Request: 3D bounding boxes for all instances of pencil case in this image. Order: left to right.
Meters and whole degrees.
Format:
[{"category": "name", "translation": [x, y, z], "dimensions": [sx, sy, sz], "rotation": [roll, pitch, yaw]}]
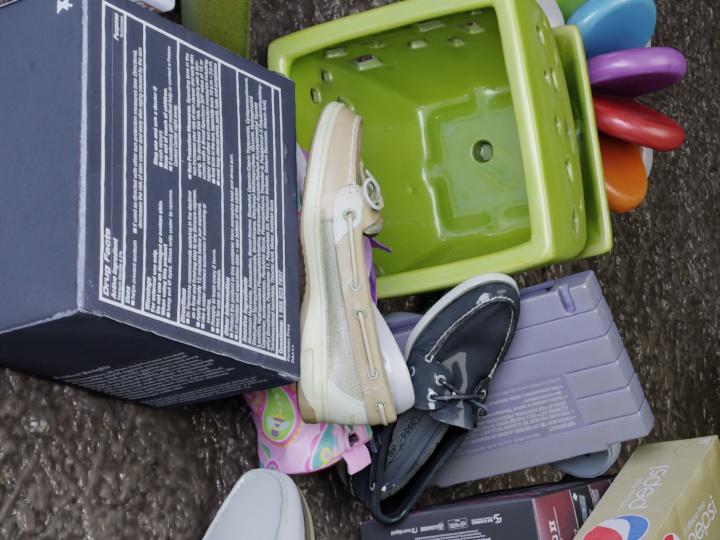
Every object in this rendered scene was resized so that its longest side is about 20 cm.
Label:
[{"category": "pencil case", "translation": [-0.052, 0.040, 1.354], "dimensions": [0.087, 0.087, 0.201], "rotation": [-26, 101, -56]}]

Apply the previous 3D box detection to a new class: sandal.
[{"category": "sandal", "translation": [-0.001, 0.003, 1.380], "dimensions": [0.083, 0.050, 0.203], "rotation": [105, -36, -68]}]

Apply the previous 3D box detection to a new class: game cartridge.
[{"category": "game cartridge", "translation": [0.095, 0.082, 1.453], "dimensions": [0.130, 0.199, 0.038], "rotation": [64, 27, -22]}]

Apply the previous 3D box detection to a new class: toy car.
[{"category": "toy car", "translation": [0.186, -0.139, 1.612], "dimensions": [0.175, 0.150, 0.201], "rotation": [1, 88, -47]}]

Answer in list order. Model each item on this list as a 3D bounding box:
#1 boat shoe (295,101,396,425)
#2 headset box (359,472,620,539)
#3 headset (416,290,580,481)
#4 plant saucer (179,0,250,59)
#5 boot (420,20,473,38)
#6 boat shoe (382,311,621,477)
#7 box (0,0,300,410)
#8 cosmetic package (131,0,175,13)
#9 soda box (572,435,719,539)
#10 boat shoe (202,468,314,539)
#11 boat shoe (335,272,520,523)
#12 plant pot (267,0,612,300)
[{"category": "boat shoe", "translation": [-0.005, -0.004, 1.282], "dimensions": [0.073, 0.063, 0.201], "rotation": [60, 32, -83]}, {"category": "headset box", "translation": [0.106, 0.198, 1.478], "dimensions": [0.200, 0.148, 0.075], "rotation": [-3, 82, -56]}, {"category": "headset", "translation": [0.106, 0.103, 1.600], "dimensions": [0.200, 0.094, 0.124], "rotation": [50, 46, -12]}, {"category": "plant saucer", "translation": [-0.093, -0.243, 1.347], "dimensions": [0.200, 0.048, 0.201], "rotation": [101, -9, -71]}, {"category": "boot", "translation": [0.130, -0.161, 1.702], "dimensions": [0.186, 0.064, 0.200], "rotation": [-51, 119, -34]}, {"category": "boat shoe", "translation": [0.101, 0.085, 1.511], "dimensions": [0.200, 0.074, 0.067], "rotation": [31, 33, 1]}, {"category": "box", "translation": [-0.141, -0.039, 1.211], "dimensions": [0.198, 0.123, 0.201], "rotation": [23, 59, -52]}, {"category": "cosmetic package", "translation": [-0.168, -0.264, 1.291], "dimensions": [0.102, 0.074, 0.201], "rotation": [26, 61, -51]}, {"category": "soda box", "translation": [0.198, 0.191, 1.420], "dimensions": [0.200, 0.068, 0.064], "rotation": [-44, 117, -52]}, {"category": "boat shoe", "translation": [-0.083, 0.204, 1.264], "dimensions": [0.068, 0.075, 0.200], "rotation": [51, 43, -43]}, {"category": "boat shoe", "translation": [0.053, 0.093, 1.394], "dimensions": [0.074, 0.200, 0.066], "rotation": [22, 27, -35]}, {"category": "plant pot", "translation": [0.069, -0.084, 1.480], "dimensions": [0.181, 0.198, 0.201], "rotation": [0, 80, -62]}]
